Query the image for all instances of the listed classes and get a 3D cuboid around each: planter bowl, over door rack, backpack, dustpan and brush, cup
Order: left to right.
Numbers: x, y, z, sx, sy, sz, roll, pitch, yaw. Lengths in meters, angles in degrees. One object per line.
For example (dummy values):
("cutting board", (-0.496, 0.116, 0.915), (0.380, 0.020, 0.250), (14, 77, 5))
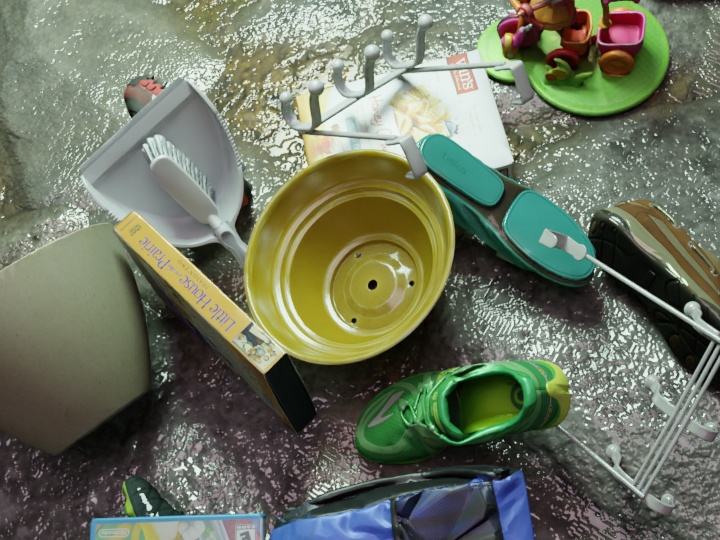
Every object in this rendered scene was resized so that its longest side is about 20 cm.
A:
("cup", (-0.266, 0.075, 0.826), (0.199, 0.200, 0.144), (-34, 90, -7))
("dustpan and brush", (-0.146, -0.058, 0.875), (0.139, 0.200, 0.057), (-40, 32, 3))
("planter bowl", (0.000, 0.000, 0.847), (0.197, 0.084, 0.204), (-9, 64, 18))
("over door rack", (0.034, -0.166, 0.837), (0.147, 0.067, 0.199), (-35, 37, -23))
("backpack", (0.034, 0.235, 0.693), (0.196, 0.163, 0.171), (-9, 66, 5))
("over door rack", (0.206, 0.076, 0.762), (0.199, 0.066, 0.150), (35, 106, 35))

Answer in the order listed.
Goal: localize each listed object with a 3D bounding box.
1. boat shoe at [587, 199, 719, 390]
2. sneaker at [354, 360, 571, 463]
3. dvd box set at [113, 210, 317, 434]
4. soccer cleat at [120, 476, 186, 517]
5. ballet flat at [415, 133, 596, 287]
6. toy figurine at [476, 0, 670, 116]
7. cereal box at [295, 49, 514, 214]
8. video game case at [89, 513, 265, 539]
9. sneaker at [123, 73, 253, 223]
("boat shoe", (0.284, 0.012, 0.805), (0.073, 0.076, 0.201), (-26, 67, -24))
("sneaker", (0.071, 0.110, 0.766), (0.198, 0.083, 0.075), (-21, 70, 30))
("dvd box set", (-0.125, 0.047, 0.821), (0.029, 0.147, 0.199), (-43, 64, -14))
("soccer cleat", (-0.126, 0.245, 0.777), (0.081, 0.068, 0.201), (-34, 70, -18))
("ballet flat", (0.126, -0.050, 0.858), (0.199, 0.071, 0.068), (37, 69, 4))
("toy figurine", (0.203, -0.264, 0.889), (0.196, 0.185, 0.153), (8, 66, 14))
("cereal box", (0.042, -0.133, 0.936), (0.196, 0.040, 0.146), (-15, 62, 3))
("video game case", (-0.142, 0.294, 0.718), (0.140, 0.018, 0.204), (-3, 75, 5))
("sneaker", (-0.198, -0.120, 0.956), (0.097, 0.071, 0.201), (-37, 65, -11))
